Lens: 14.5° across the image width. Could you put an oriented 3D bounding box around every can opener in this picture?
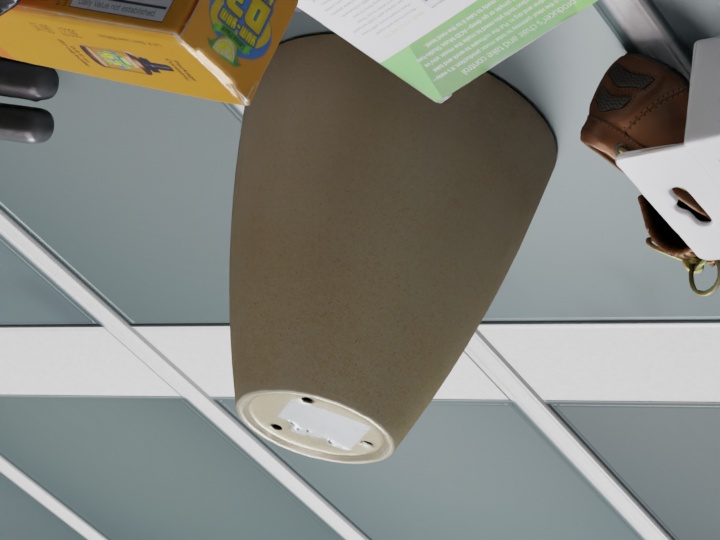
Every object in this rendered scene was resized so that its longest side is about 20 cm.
[{"bbox_3d":[-0.275,-0.114,1.737,0.199,0.054,0.067,9,-174,15],"label":"can opener"}]

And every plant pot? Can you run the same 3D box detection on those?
[{"bbox_3d":[0.000,0.000,1.608,0.186,0.201,0.188,13,154,6],"label":"plant pot"}]

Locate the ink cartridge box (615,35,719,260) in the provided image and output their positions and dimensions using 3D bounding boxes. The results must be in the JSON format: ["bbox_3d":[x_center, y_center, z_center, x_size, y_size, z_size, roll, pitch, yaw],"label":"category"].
[{"bbox_3d":[0.243,-0.073,1.444,0.199,0.067,0.116,-9,146,31],"label":"ink cartridge box"}]

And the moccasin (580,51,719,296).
[{"bbox_3d":[0.184,-0.034,1.552,0.074,0.078,0.201,29,169,42],"label":"moccasin"}]

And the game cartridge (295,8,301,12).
[{"bbox_3d":[-0.115,-0.200,1.465,0.199,0.039,0.130,16,159,0],"label":"game cartridge"}]

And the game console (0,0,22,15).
[{"bbox_3d":[-0.281,-0.169,1.410,0.200,0.031,0.177,33,146,-26],"label":"game console"}]

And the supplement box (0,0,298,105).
[{"bbox_3d":[-0.127,-0.138,1.430,0.199,0.069,0.067,17,162,42],"label":"supplement box"}]

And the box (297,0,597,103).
[{"bbox_3d":[0.018,-0.173,1.396,0.200,0.036,0.144,34,134,-30],"label":"box"}]
